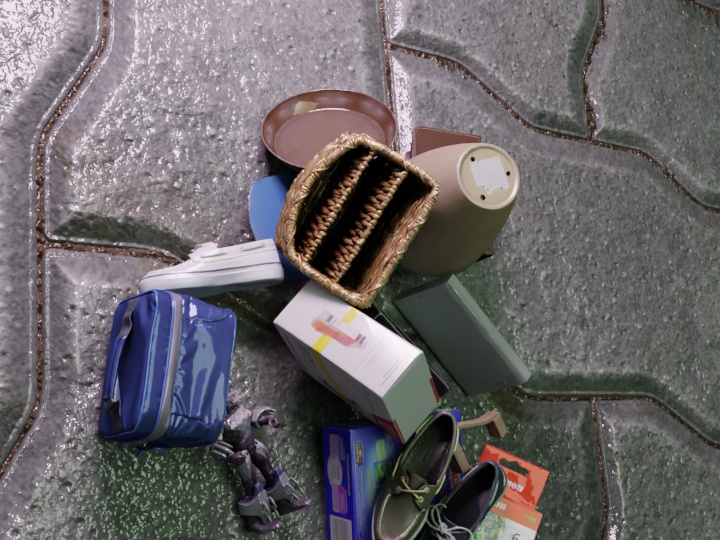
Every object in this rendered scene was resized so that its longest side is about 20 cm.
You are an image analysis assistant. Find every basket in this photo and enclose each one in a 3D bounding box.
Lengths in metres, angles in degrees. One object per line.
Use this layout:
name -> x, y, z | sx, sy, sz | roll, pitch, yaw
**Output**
basket -> -0.014, -0.077, 1.357 | 0.143, 0.149, 0.200 | 32, 93, -23

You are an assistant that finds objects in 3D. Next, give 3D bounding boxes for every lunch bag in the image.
lunch bag -> -0.246, 0.129, 1.250 | 0.132, 0.136, 0.201 | 16, 68, -32

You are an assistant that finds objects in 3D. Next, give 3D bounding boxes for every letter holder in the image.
letter holder -> 0.116, -0.112, 1.620 | 0.142, 0.100, 0.201 | 4, 74, -34

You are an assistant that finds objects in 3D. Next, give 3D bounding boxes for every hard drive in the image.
hard drive -> 0.153, 0.101, 1.561 | 0.200, 0.132, 0.026 | 51, 52, -13

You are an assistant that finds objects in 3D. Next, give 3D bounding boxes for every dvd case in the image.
dvd case -> 0.050, 0.094, 1.461 | 0.025, 0.200, 0.150 | -42, 106, 0

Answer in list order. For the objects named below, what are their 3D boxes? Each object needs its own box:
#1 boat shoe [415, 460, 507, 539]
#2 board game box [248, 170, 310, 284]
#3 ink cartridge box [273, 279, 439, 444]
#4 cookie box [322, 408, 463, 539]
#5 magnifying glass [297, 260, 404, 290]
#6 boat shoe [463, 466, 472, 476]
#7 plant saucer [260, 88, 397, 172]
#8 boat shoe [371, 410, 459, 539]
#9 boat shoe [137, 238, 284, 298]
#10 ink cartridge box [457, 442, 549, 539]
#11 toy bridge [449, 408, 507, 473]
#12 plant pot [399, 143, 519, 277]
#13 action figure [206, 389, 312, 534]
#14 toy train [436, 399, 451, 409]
boat shoe -> 0.127, 0.342, 1.385 | 0.200, 0.075, 0.062 | -47, 152, -6
board game box -> -0.089, -0.064, 1.492 | 0.200, 0.039, 0.158 | -23, 86, -45
ink cartridge box -> -0.004, 0.121, 1.364 | 0.083, 0.200, 0.145 | -47, 148, -16
cookie box -> 0.050, 0.290, 1.445 | 0.200, 0.075, 0.172 | -3, 90, -37
magnifying glass -> 0.000, 0.000, 1.522 | 0.200, 0.080, 0.022 | -16, 85, -29
boat shoe -> 0.174, 0.384, 1.516 | 0.075, 0.093, 0.201 | 14, 69, -33
plant saucer -> -0.045, -0.197, 1.500 | 0.200, 0.200, 0.035 | -46, 148, -36
boat shoe -> 0.072, 0.276, 1.359 | 0.072, 0.060, 0.202 | 26, 66, 11
boat shoe -> -0.201, -0.004, 1.360 | 0.199, 0.074, 0.067 | -6, 75, -30
ink cartridge box -> 0.191, 0.354, 1.443 | 0.109, 0.050, 0.200 | 24, 74, 1
toy bridge -> 0.130, 0.254, 1.442 | 0.200, 0.027, 0.067 | -37, 110, -31
plant pot -> 0.139, -0.104, 1.451 | 0.187, 0.200, 0.188 | 5, 75, -17
action figure -> -0.144, 0.235, 1.334 | 0.130, 0.069, 0.200 | -37, 105, -51
toy train -> 0.063, 0.173, 1.533 | 0.200, 0.042, 0.056 | 47, 64, -16
